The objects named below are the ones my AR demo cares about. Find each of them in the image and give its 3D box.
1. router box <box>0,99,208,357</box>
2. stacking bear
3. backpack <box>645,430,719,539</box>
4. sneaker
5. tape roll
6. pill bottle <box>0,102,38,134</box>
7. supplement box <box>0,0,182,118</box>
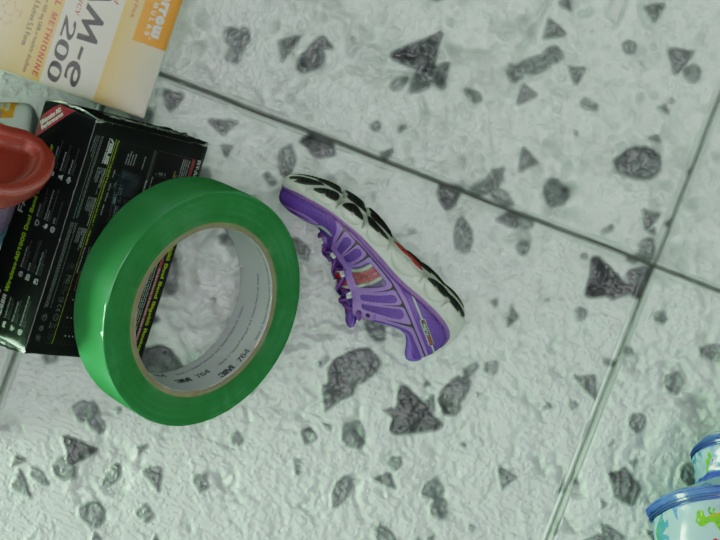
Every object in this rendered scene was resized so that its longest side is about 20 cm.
[{"bbox_3d":[-0.218,-0.029,1.593,0.062,0.149,0.202,22,96,32],"label":"router box"},{"bbox_3d":[-0.340,-0.023,1.512,0.121,0.114,0.201,28,117,-17],"label":"stacking bear"},{"bbox_3d":[0.343,0.207,1.640,0.198,0.183,0.149,-10,74,-1],"label":"backpack"},{"bbox_3d":[0.000,0.000,1.647,0.083,0.081,0.200,-44,97,8],"label":"sneaker"},{"bbox_3d":[-0.141,0.026,1.598,0.199,0.048,0.203,-18,118,-36],"label":"tape roll"},{"bbox_3d":[-0.367,-0.083,1.600,0.198,0.112,0.113,0,97,-3],"label":"pill bottle"},{"bbox_3d":[-0.253,-0.218,1.595,0.198,0.074,0.127,18,96,-14],"label":"supplement box"}]
